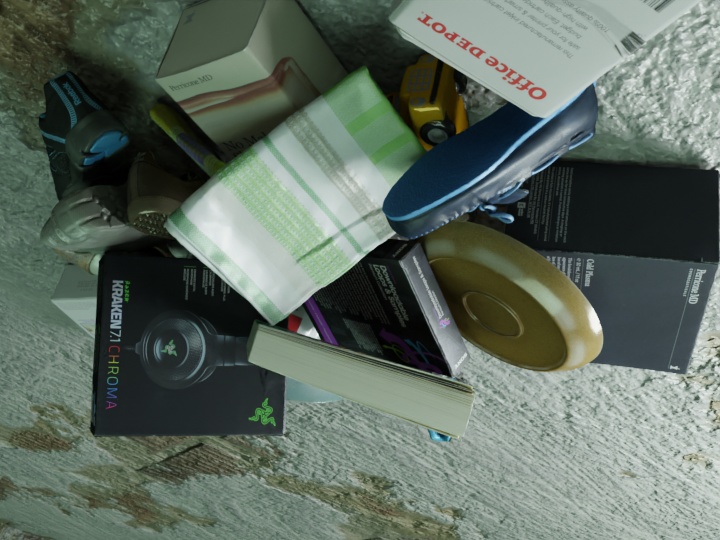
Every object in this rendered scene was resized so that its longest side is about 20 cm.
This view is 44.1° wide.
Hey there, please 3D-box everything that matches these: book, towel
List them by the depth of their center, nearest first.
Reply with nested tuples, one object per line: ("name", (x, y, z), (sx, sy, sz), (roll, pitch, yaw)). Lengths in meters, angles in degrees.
("towel", (-0.037, -0.052, 0.719), (0.199, 0.031, 0.149), (-36, 131, 10))
("towel", (-0.117, -0.080, 0.818), (0.144, 0.023, 0.200), (48, 176, -40))
("book", (-0.007, 0.094, 0.821), (0.199, 0.048, 0.134), (18, 177, -8))

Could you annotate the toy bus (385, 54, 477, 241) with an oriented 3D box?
("toy bus", (0.064, -0.098, 0.794), (0.078, 0.065, 0.200), (2, 147, 20))

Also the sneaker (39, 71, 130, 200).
("sneaker", (-0.275, -0.123, 0.880), (0.082, 0.073, 0.200), (54, 152, 3))

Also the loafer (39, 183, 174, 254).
("loafer", (-0.237, -0.052, 0.896), (0.069, 0.070, 0.200), (-27, 171, 24))

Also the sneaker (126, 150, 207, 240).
("sneaker", (-0.155, -0.062, 0.902), (0.070, 0.076, 0.200), (-17, 158, 24))

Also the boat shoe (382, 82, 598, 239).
("boat shoe", (0.113, -0.078, 0.699), (0.199, 0.084, 0.069), (-31, 127, -3))

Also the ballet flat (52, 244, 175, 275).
("ballet flat", (-0.255, -0.017, 0.973), (0.067, 0.068, 0.200), (45, -170, 15))

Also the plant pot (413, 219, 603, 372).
("plant pot", (0.126, 0.033, 0.820), (0.199, 0.028, 0.200), (32, 156, 16))

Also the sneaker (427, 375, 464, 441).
("sneaker", (0.092, 0.151, 1.155), (0.073, 0.082, 0.200), (-3, 143, 28))

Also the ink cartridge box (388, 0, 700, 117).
("ink cartridge box", (0.133, -0.209, 0.576), (0.145, 0.085, 0.200), (27, 146, -21))

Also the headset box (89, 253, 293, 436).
("headset box", (-0.166, 0.078, 0.901), (0.198, 0.176, 0.093), (4, 175, -20))

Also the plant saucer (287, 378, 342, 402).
("plant saucer", (-0.099, 0.109, 1.125), (0.199, 0.039, 0.201), (13, -167, -3))

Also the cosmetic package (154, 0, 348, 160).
("cosmetic package", (-0.066, -0.136, 0.759), (0.103, 0.088, 0.200), (-9, 142, 33))

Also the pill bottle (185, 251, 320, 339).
("pill bottle", (-0.113, 0.041, 1.031), (0.199, 0.113, 0.112), (23, 147, -16))

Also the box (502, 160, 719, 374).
("box", (0.232, 0.000, 0.847), (0.181, 0.105, 0.201), (6, 148, 14))

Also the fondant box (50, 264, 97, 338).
("fondant box", (-0.291, 0.067, 1.188), (0.143, 0.059, 0.200), (-3, 144, 24))

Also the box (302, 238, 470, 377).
("box", (0.006, 0.028, 0.889), (0.199, 0.036, 0.144), (11, 136, 48))
